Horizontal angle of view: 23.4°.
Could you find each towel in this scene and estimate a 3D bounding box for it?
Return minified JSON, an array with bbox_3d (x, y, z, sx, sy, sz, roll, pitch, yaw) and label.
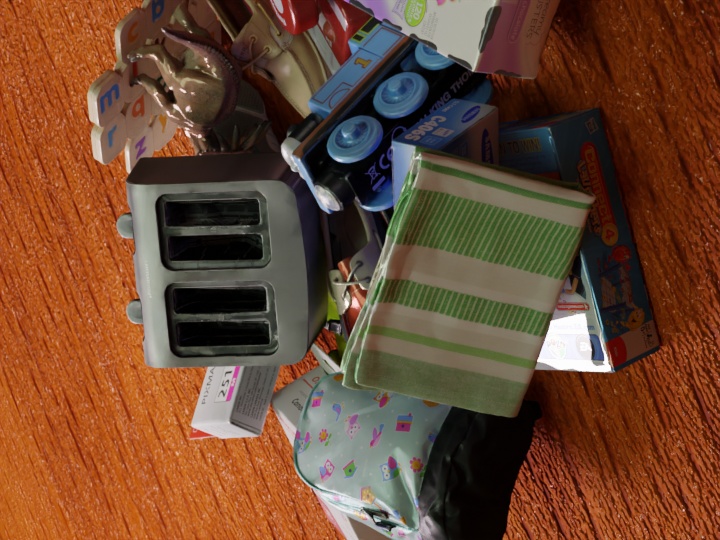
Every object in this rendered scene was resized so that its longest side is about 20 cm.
[{"bbox_3d":[0.080,0.013,1.308,0.023,0.151,0.201,-106,30,-62],"label":"towel"}]

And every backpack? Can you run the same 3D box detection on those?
[{"bbox_3d":[0.041,0.159,1.524,0.199,0.168,0.126,10,161,44],"label":"backpack"}]

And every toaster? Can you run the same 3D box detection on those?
[{"bbox_3d":[-0.116,-0.009,1.593,0.119,0.198,0.183,-66,-26,-72],"label":"toaster"}]

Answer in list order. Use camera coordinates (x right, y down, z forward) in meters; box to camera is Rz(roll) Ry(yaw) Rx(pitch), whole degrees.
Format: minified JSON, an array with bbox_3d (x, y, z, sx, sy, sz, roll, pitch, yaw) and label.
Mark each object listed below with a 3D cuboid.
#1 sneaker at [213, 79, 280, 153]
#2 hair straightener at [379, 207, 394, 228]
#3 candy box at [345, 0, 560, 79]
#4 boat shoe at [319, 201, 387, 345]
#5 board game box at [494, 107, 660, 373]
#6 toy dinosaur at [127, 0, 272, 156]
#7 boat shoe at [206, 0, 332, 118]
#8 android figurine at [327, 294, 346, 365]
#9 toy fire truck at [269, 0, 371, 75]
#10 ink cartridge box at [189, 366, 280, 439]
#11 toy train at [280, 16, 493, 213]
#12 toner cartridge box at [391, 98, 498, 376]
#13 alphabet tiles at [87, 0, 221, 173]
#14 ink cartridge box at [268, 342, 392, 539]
[{"bbox_3d":[-0.108,-0.109,1.722,0.201,0.070,0.080,56,160,24],"label":"sneaker"},{"bbox_3d":[0.064,-0.018,1.531,0.077,0.041,0.202,-31,80,59],"label":"hair straightener"},{"bbox_3d":[0.070,-0.258,1.300,0.200,0.071,0.169,35,115,42],"label":"candy box"},{"bbox_3d":[0.000,0.000,1.544,0.071,0.062,0.201,-26,50,24],"label":"boat shoe"},{"bbox_3d":[0.135,-0.021,1.406,0.199,0.056,0.198,-1,107,57],"label":"board game box"},{"bbox_3d":[-0.140,-0.164,1.613,0.135,0.086,0.200,43,156,15],"label":"toy dinosaur"},{"bbox_3d":[-0.094,-0.217,1.632,0.201,0.069,0.074,57,147,19],"label":"boat shoe"},{"bbox_3d":[0.021,0.075,1.661,0.199,0.041,0.184,13,119,56],"label":"android figurine"},{"bbox_3d":[-0.046,-0.266,1.507,0.201,0.111,0.168,60,166,16],"label":"toy fire truck"},{"bbox_3d":[-0.128,0.071,1.777,0.173,0.043,0.202,-12,58,58],"label":"ink cartridge box"},{"bbox_3d":[0.020,-0.132,1.394,0.114,0.200,0.087,28,159,43],"label":"toy train"},{"bbox_3d":[0.069,-0.022,1.356,0.043,0.095,0.202,14,123,29],"label":"toner cartridge box"},{"bbox_3d":[-0.197,-0.195,1.682,0.015,0.200,0.197,27,143,19],"label":"alphabet tiles"},{"bbox_3d":[-0.024,0.172,1.693,0.116,0.067,0.201,35,152,62],"label":"ink cartridge box"}]
